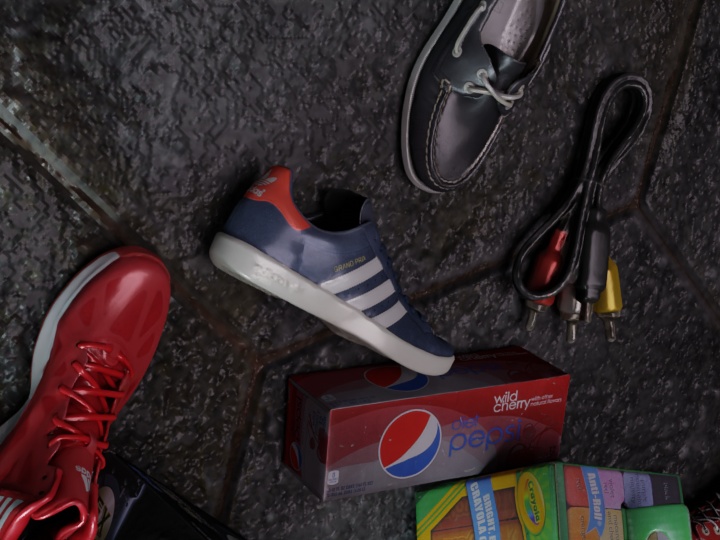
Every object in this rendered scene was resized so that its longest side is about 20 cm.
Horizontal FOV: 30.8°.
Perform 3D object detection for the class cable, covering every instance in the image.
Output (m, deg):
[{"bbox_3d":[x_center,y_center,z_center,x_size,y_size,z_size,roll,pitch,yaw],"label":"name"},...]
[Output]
[{"bbox_3d":[0.159,-0.048,0.960,0.096,0.050,0.202,7,89,-15],"label":"cable"}]

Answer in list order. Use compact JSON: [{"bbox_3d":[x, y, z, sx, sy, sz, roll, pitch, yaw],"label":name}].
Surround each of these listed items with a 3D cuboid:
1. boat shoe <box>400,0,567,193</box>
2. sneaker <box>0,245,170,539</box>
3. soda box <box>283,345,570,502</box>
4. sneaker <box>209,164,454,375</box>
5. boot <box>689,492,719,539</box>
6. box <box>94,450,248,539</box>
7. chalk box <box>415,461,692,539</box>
[{"bbox_3d":[0.089,-0.143,0.864,0.073,0.060,0.202,24,92,-34],"label":"boat shoe"},{"bbox_3d":[-0.154,0.089,0.755,0.078,0.115,0.201,27,91,-34],"label":"sneaker"},{"bbox_3d":[0.048,0.103,0.911,0.198,0.063,0.071,-5,109,-30],"label":"soda box"},{"bbox_3d":[0.000,0.000,0.847,0.199,0.075,0.085,32,83,-37],"label":"sneaker"},{"bbox_3d":[0.284,0.204,1.081,0.200,0.072,0.145,36,84,-41],"label":"boot"},{"bbox_3d":[-0.078,0.215,0.772,0.086,0.199,0.164,-52,133,-8],"label":"box"},{"bbox_3d":[0.144,0.203,0.899,0.123,0.199,0.126,11,68,-32],"label":"chalk box"}]
